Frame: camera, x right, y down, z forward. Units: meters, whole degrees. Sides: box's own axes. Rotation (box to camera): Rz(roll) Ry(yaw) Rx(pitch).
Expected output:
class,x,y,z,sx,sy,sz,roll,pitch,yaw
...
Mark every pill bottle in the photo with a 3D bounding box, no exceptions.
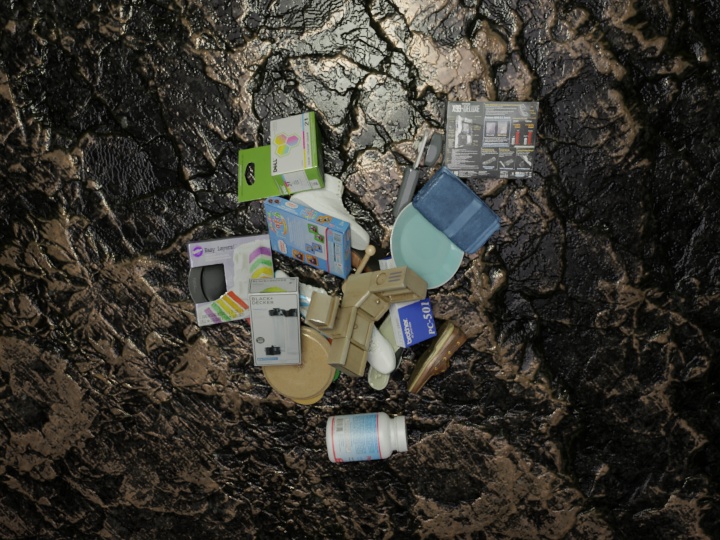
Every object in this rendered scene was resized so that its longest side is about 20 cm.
class,x,y,z,sx,sy,sz,roll,pitch,yaw
pill bottle,0.018,0.412,1.413,0.194,0.109,0.112,-6,106,7

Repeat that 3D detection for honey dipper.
class,x,y,z,sx,sy,sz,roll,pitch,yaw
honey dipper,0.000,0.000,1.271,0.037,0.039,0.201,26,148,-3

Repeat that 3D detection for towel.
class,x,y,z,sx,sy,sz,roll,pitch,yaw
towel,0.211,-0.127,1.247,0.198,0.049,0.112,36,111,-25

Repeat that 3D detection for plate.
class,x,y,z,sx,sy,sz,roll,pitch,yaw
plate,0.149,-0.061,1.280,0.195,0.025,0.207,-3,97,-24

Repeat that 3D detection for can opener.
class,x,y,z,sx,sy,sz,roll,pitch,yaw
can opener,0.124,-0.209,1.258,0.065,0.053,0.205,20,107,-3

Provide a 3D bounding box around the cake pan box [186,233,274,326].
class,x,y,z,sx,sy,sz,roll,pitch,yaw
cake pan box,-0.296,0.018,1.303,0.195,0.052,0.190,-7,96,-22

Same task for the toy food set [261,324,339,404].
class,x,y,z,sx,sy,sz,roll,pitch,yaw
toy food set,-0.148,0.226,1.404,0.198,0.049,0.200,35,105,-5

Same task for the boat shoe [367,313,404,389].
class,x,y,z,sx,sy,sz,roll,pitch,yaw
boat shoe,0.074,0.184,1.373,0.070,0.067,0.205,21,94,22

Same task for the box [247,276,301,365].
class,x,y,z,sx,sy,sz,roll,pitch,yaw
box,-0.191,0.117,1.285,0.113,0.061,0.205,0,122,-6

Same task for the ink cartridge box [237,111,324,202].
class,x,y,z,sx,sy,sz,roll,pitch,yaw
ink cartridge box,-0.181,-0.240,1.220,0.194,0.076,0.152,-10,62,6

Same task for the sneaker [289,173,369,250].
class,x,y,z,sx,sy,sz,roll,pitch,yaw
sneaker,-0.046,-0.141,1.254,0.198,0.117,0.074,34,148,-4

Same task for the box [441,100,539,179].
class,x,y,z,sx,sy,sz,roll,pitch,yaw
box,0.276,-0.281,1.226,0.194,0.050,0.163,1,105,3

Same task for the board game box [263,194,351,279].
class,x,y,z,sx,sy,sz,roll,pitch,yaw
board game box,-0.114,-0.073,1.255,0.195,0.037,0.153,21,143,16

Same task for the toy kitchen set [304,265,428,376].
class,x,y,z,sx,sy,sz,roll,pitch,yaw
toy kitchen set,0.007,0.090,1.165,0.177,0.205,0.162,-10,146,43

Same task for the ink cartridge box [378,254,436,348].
class,x,y,z,sx,sy,sz,roll,pitch,yaw
ink cartridge box,0.109,0.063,1.306,0.092,0.044,0.206,-16,99,-26

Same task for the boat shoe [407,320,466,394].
class,x,y,z,sx,sy,sz,roll,pitch,yaw
boat shoe,0.182,0.220,1.365,0.067,0.072,0.203,31,103,-3

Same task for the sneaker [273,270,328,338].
class,x,y,z,sx,sy,sz,roll,pitch,yaw
sneaker,-0.124,0.066,1.351,0.200,0.076,0.081,44,81,-3

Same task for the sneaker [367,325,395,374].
class,x,y,z,sx,sy,sz,roll,pitch,yaw
sneaker,0.012,0.153,1.323,0.070,0.080,0.203,-34,78,14

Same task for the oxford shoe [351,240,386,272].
class,x,y,z,sx,sy,sz,roll,pitch,yaw
oxford shoe,-0.007,-0.036,1.321,0.199,0.072,0.071,40,135,-10

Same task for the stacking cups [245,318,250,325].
class,x,y,z,sx,sy,sz,roll,pitch,yaw
stacking cups,-0.293,0.046,1.358,0.060,0.061,0.203,-30,102,12
